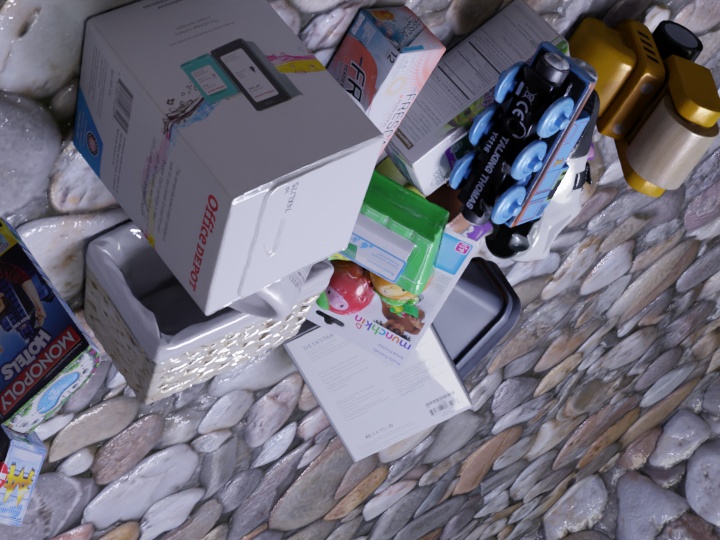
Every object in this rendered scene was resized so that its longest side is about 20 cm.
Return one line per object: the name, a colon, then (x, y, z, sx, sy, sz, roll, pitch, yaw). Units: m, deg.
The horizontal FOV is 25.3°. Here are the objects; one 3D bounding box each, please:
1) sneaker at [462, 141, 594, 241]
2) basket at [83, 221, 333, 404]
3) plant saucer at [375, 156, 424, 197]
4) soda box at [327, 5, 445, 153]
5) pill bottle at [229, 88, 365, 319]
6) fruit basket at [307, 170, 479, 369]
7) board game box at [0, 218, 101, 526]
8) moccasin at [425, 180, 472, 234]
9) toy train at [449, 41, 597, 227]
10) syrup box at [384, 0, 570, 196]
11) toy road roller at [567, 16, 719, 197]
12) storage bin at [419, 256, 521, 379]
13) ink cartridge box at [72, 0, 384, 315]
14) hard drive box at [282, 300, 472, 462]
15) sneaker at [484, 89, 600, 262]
sneaker: (0.180, -0.095, 1.756, 0.088, 0.081, 0.200, 35, 105, -26)
basket: (-0.148, 0.021, 1.507, 0.200, 0.136, 0.124, -25, 155, -30)
plant saucer: (0.059, -0.077, 1.778, 0.200, 0.031, 0.200, -33, 157, -16)
soda box: (-0.004, -0.151, 1.503, 0.068, 0.064, 0.200, -14, 146, -46)
pill bottle: (-0.075, -0.068, 1.403, 0.114, 0.114, 0.200, 63, 49, -67)
fruit basket: (0.000, 0.000, 1.655, 0.200, 0.185, 0.094, -60, -179, 34)
board game box: (-0.306, 0.098, 1.319, 0.200, 0.200, 0.062, -41, 157, 5)
moccasin: (0.122, -0.124, 1.687, 0.202, 0.074, 0.078, -54, 142, -10)
toy train: (0.164, -0.130, 1.572, 0.114, 0.087, 0.200, -20, 144, -48)
syrup box: (0.113, -0.174, 1.617, 0.200, 0.081, 0.079, -39, 154, -4)
toy road roller: (0.291, -0.191, 1.739, 0.146, 0.200, 0.123, 16, 128, -20)
storage bin: (0.065, 0.050, 1.913, 0.200, 0.146, 0.134, -46, 129, 15)
ink cartridge box: (-0.108, -0.101, 1.256, 0.146, 0.200, 0.147, -26, 154, -30)
hard drive box: (0.015, 0.097, 1.809, 0.156, 0.077, 0.200, -25, 125, 4)
sneaker: (0.204, -0.101, 1.687, 0.088, 0.074, 0.200, 11, 109, -48)
